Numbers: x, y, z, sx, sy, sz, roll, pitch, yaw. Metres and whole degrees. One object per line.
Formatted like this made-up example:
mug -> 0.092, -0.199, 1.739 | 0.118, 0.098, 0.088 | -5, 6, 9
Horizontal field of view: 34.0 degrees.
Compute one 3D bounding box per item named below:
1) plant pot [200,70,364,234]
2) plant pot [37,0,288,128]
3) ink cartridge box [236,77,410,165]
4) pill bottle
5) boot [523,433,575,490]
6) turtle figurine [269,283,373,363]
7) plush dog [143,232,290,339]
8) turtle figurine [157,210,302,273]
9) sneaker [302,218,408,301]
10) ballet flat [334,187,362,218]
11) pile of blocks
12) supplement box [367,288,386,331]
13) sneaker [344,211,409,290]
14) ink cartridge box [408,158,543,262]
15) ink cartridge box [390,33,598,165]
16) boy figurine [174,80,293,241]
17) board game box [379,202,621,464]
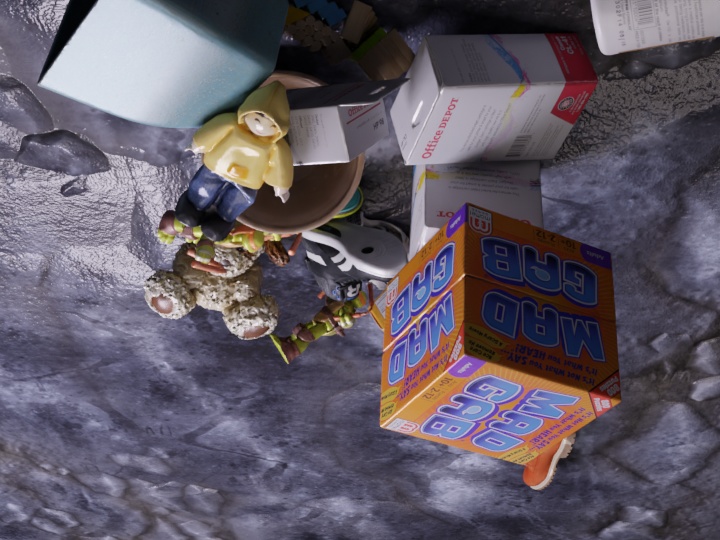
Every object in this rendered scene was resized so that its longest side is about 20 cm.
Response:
plant pot -> -0.095, -0.149, 1.476 | 0.200, 0.201, 0.093 | 5, -172, -2
plant pot -> -0.193, -0.265, 1.253 | 0.200, 0.197, 0.196 | 28, 138, -25
ink cartridge box -> -0.047, -0.165, 1.328 | 0.200, 0.116, 0.067 | -1, 111, 27
pill bottle -> 0.344, -0.298, 1.235 | 0.200, 0.115, 0.114 | -7, 144, 16
boot -> 0.320, 0.335, 2.189 | 0.107, 0.075, 0.200 | 10, 136, -4
turtle figurine -> -0.051, 0.070, 1.712 | 0.161, 0.200, 0.064 | -33, 113, -4
plush dog -> -0.195, -0.019, 1.695 | 0.200, 0.161, 0.172 | 17, 124, -11
turtle figurine -> -0.185, -0.048, 1.528 | 0.161, 0.200, 0.065 | 11, 112, 36
sneaker -> 0.000, 0.000, 1.592 | 0.200, 0.073, 0.112 | 28, 138, 46
ballet flat -> -0.094, -0.102, 1.618 | 0.200, 0.067, 0.067 | 4, 166, 5
pile of blocks -> -0.032, -0.278, 1.367 | 0.200, 0.082, 0.062 | 24, -175, -12
supplement box -> 0.105, 0.014, 1.674 | 0.200, 0.069, 0.067 | -46, 128, 14
sneaker -> 0.050, -0.019, 1.708 | 0.200, 0.077, 0.080 | 24, 131, -29
ink cartridge box -> 0.141, -0.084, 1.487 | 0.147, 0.200, 0.145 | 6, 145, -3
ink cartridge box -> 0.153, -0.200, 1.378 | 0.200, 0.086, 0.148 | -3, 149, -20
boy figurine -> -0.124, -0.119, 1.275 | 0.124, 0.064, 0.200 | 32, 130, -11
board game box -> 0.158, 0.079, 1.370 | 0.200, 0.200, 0.200 | 18, 144, -19
